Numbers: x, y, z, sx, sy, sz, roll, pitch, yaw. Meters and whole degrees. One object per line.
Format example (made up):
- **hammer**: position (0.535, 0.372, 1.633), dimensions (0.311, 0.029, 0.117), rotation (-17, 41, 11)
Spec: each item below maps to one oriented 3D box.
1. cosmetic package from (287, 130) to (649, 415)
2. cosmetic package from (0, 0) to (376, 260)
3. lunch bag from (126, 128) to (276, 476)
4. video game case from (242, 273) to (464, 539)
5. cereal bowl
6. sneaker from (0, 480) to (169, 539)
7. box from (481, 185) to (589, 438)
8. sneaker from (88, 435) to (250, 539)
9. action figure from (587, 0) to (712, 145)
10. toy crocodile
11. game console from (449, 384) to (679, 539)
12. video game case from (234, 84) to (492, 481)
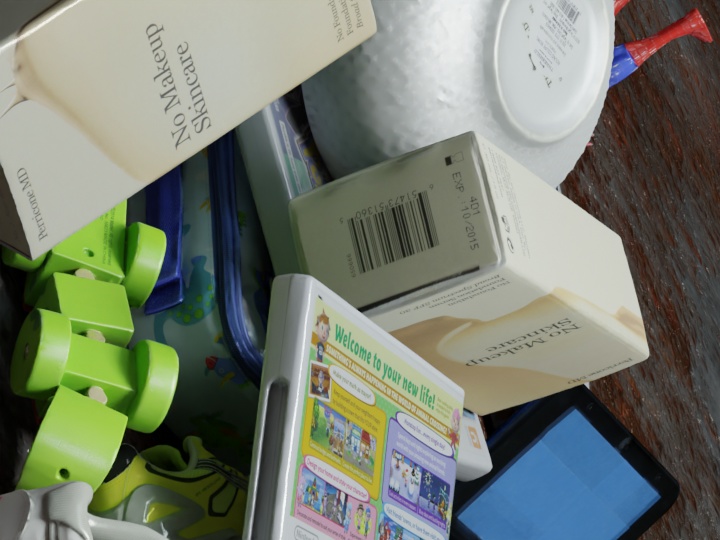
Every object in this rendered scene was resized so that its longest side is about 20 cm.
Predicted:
- **cosmetic package**: position (0.056, 0.006, 1.421), dimensions (0.200, 0.105, 0.071), rotation (28, 46, -60)
- **cosmetic package**: position (-0.096, -0.104, 1.258), dimensions (0.200, 0.073, 0.104), rotation (-37, 130, -26)
- **lunch bag**: position (-0.055, 0.010, 1.464), dimensions (0.161, 0.082, 0.201), rotation (49, 26, -42)
- **video game case**: position (-0.004, 0.116, 1.313), dimensions (0.200, 0.022, 0.183), rotation (38, 56, -62)
- **cereal bowl**: position (0.064, -0.114, 1.454), dimensions (0.200, 0.083, 0.201), rotation (-12, 107, -46)
- **sneaker**: position (-0.093, 0.154, 1.165), dimensions (0.200, 0.099, 0.078), rotation (52, 25, -44)
- **box**: position (0.091, 0.014, 1.672), dimensions (0.200, 0.060, 0.117), rotation (73, 13, -55)
- **sneaker**: position (-0.064, 0.112, 1.335), dimensions (0.200, 0.075, 0.077), rotation (10, 62, -71)
- **action figure**: position (0.092, -0.093, 1.578), dimensions (0.066, 0.199, 0.052), rotation (61, 6, 16)
- **toy crocodile**: position (-0.124, 0.022, 1.284), dimensions (0.067, 0.062, 0.201), rotation (17, 39, -23)
- **game console**: position (0.111, 0.182, 1.679), dimensions (0.200, 0.118, 0.171), rotation (43, 36, -54)
- **video game case**: position (0.000, 0.000, 1.462), dimensions (0.182, 0.023, 0.201), rotation (23, 47, -65)
